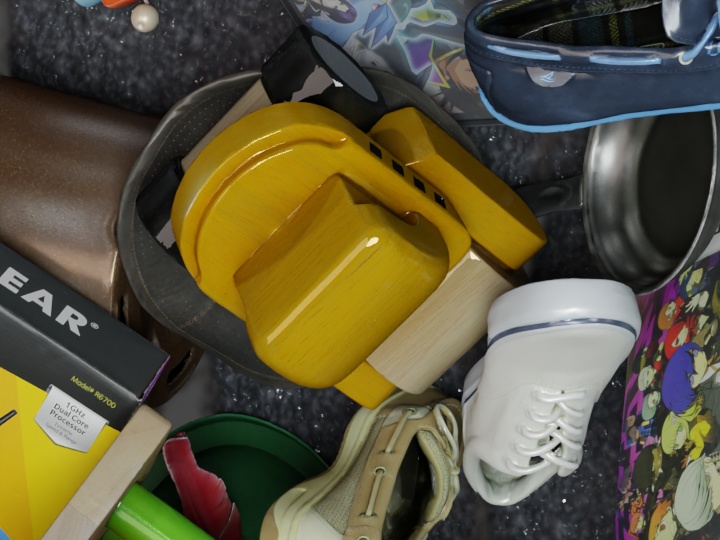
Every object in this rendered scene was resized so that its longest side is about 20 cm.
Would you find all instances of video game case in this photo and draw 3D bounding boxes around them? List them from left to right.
[{"bbox_3d":[0.054,-0.133,1.056,0.199,0.181,0.026,-1,54,29],"label":"video game case"},{"bbox_3d":[0.176,0.056,0.969,0.181,0.036,0.201,-31,47,58],"label":"video game case"}]

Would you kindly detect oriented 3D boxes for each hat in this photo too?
[{"bbox_3d":[-0.103,0.168,1.180,0.165,0.176,0.202,-4,97,28],"label":"hat"},{"bbox_3d":[-0.031,-0.040,1.138,0.201,0.200,0.081,-55,30,25],"label":"hat"}]

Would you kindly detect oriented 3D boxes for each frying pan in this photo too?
[{"bbox_3d":[0.122,-0.027,1.055,0.190,0.031,0.116,129,140,-52],"label":"frying pan"}]

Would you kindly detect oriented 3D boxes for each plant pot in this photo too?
[{"bbox_3d":[-0.186,-0.018,1.192,0.197,0.200,0.202,11,105,20],"label":"plant pot"}]

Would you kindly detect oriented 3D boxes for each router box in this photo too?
[{"bbox_3d":[-0.214,0.050,1.105,0.199,0.051,0.150,33,120,-1],"label":"router box"}]

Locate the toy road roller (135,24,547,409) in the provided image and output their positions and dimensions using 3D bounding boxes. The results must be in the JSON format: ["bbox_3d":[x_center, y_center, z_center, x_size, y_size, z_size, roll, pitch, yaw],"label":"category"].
[{"bbox_3d":[0.000,0.000,1.030,0.123,0.200,0.146,-44,35,15],"label":"toy road roller"}]

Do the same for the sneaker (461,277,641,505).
[{"bbox_3d":[0.091,0.061,1.059,0.072,0.200,0.071,0,69,-5],"label":"sneaker"}]

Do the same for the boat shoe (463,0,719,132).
[{"bbox_3d":[0.140,-0.107,0.960,0.199,0.069,0.085,-19,53,14],"label":"boat shoe"}]

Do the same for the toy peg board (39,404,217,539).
[{"bbox_3d":[-0.138,0.201,1.069,0.098,0.200,0.200,34,148,2],"label":"toy peg board"}]

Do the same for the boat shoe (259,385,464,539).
[{"bbox_3d":[0.018,0.111,1.091,0.063,0.200,0.074,0,104,25],"label":"boat shoe"}]

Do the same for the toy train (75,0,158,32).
[{"bbox_3d":[-0.085,-0.225,1.171,0.199,0.056,0.151,-26,88,33],"label":"toy train"}]
